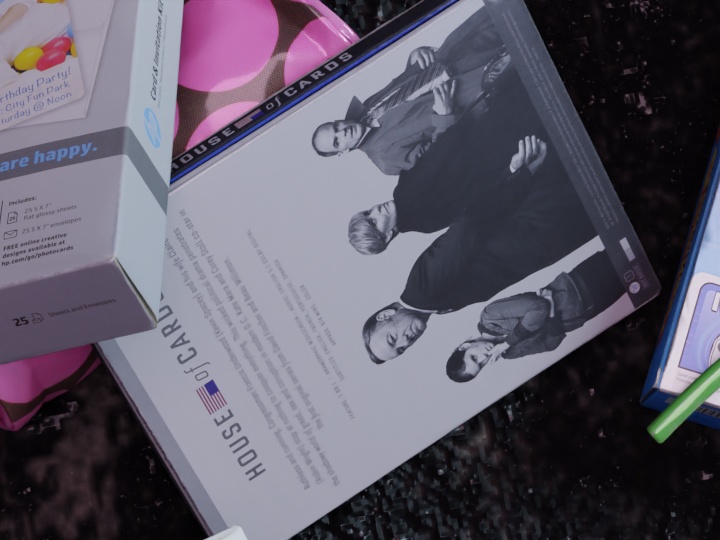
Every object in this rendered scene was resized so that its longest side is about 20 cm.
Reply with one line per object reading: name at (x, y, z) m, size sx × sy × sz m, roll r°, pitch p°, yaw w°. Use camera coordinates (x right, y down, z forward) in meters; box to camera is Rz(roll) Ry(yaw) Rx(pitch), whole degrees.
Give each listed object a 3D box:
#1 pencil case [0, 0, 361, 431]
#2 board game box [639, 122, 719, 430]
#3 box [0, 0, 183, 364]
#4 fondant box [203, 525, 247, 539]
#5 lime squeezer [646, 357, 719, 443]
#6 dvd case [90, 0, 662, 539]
pencil case at (-0.090, -0.036, 1.036) m, size 0.200 × 0.091 × 0.094 m, roll -40°, pitch 63°, yaw -9°
board game box at (0.229, -0.016, 1.051) m, size 0.199 × 0.056 × 0.197 m, roll 17°, pitch 81°, yaw 1°
box at (-0.143, -0.050, 0.985) m, size 0.155 × 0.041 × 0.201 m, roll -12°, pitch 46°, yaw 15°
fondant box at (-0.091, 0.200, 0.959) m, size 0.200 × 0.058 × 0.145 m, roll -33°, pitch 82°, yaw 32°
lime squeezer at (0.199, 0.014, 1.006) m, size 0.199 × 0.038 × 0.071 m, roll -8°, pitch 113°, yaw -3°
dvd case at (0.000, 0.000, 1.019) m, size 0.199 × 0.025 × 0.151 m, roll -32°, pitch 116°, yaw -8°
